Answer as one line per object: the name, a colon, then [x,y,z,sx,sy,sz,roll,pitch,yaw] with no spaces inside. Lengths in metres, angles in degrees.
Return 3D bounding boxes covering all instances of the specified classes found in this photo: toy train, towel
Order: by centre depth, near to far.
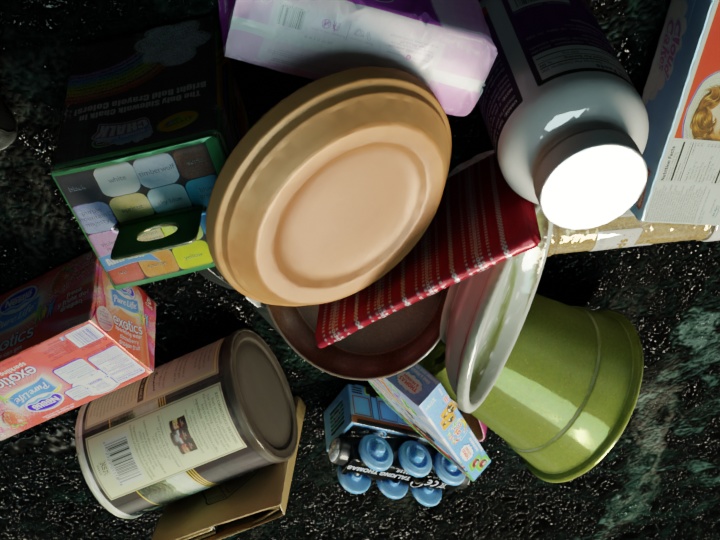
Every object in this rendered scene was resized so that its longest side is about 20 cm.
towel: [0.052,-0.021,0.706,0.198,0.146,0.023,-27,119,20]
toy train: [0.048,0.215,1.060,0.197,0.116,0.087,16,135,-25]

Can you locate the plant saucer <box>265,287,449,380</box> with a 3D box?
plant saucer: [0.000,0.000,0.810,0.198,0.203,0.034,-30,177,21]

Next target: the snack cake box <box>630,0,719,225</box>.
snack cake box: [0.306,-0.142,0.738,0.113,0.068,0.203,3,121,-9]

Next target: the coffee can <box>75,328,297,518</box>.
coffee can: [-0.188,0.168,0.944,0.197,0.148,0.147,-23,136,14]

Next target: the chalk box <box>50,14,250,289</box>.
chalk box: [-0.149,-0.076,0.654,0.122,0.202,0.125,-11,138,2]

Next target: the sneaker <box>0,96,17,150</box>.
sneaker: [-0.295,-0.174,0.628,0.094,0.080,0.202,-23,138,-3]

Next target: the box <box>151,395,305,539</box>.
box: [-0.146,0.232,0.987,0.161,0.201,0.022,-23,111,13]

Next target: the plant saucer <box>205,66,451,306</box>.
plant saucer: [-0.013,-0.047,0.612,0.198,0.038,0.202,-25,143,-20]

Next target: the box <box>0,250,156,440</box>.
box: [-0.313,0.077,0.862,0.197,0.096,0.103,-24,135,15]

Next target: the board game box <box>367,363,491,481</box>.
board game box: [0.054,0.133,0.922,0.037,0.151,0.201,-44,141,-10]

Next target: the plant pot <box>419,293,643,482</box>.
plant pot: [0.164,0.094,0.924,0.188,0.202,0.200,29,126,-19]

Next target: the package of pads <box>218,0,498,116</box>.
package of pads: [-0.004,-0.189,0.623,0.196,0.122,0.076,9,134,-20]

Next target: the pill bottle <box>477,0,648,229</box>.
pill bottle: [0.148,-0.129,0.656,0.110,0.202,0.114,-5,138,-5]

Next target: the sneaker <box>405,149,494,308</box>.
sneaker: [0.106,-0.041,0.848,0.199,0.078,0.099,-42,158,17]

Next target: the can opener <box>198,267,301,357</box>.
can opener: [-0.095,0.024,0.891,0.066,0.053,0.200,4,148,39]

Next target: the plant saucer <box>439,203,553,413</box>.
plant saucer: [0.113,0.023,0.759,0.050,0.201,0.202,21,141,20]

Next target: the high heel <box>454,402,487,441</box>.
high heel: [0.080,0.121,0.981,0.067,0.097,0.200,-29,134,22]

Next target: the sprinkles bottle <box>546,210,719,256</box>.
sprinkles bottle: [0.270,-0.056,0.853,0.196,0.069,0.069,-5,137,-4]
